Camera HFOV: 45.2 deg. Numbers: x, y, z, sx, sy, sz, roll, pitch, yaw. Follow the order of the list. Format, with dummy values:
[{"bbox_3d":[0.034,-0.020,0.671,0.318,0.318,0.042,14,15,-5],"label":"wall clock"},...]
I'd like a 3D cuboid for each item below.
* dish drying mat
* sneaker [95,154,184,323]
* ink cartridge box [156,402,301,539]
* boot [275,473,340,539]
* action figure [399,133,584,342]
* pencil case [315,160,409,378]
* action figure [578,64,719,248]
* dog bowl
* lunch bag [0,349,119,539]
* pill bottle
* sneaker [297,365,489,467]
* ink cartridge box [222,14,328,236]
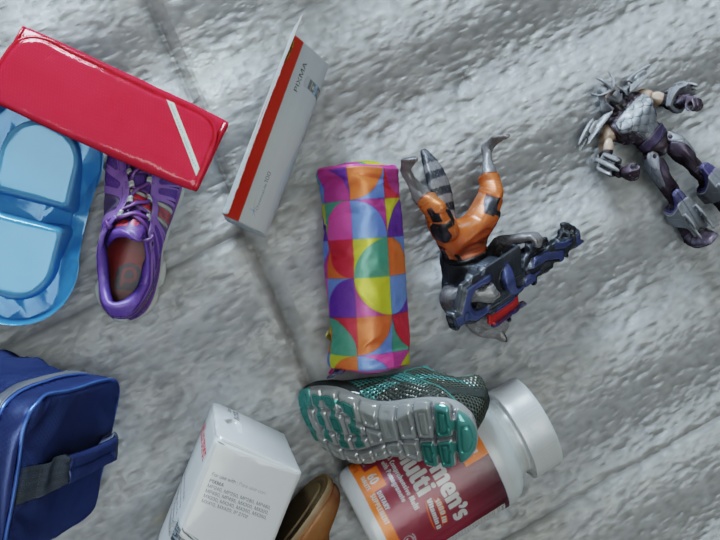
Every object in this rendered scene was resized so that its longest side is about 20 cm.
[{"bbox_3d":[-0.218,-0.140,0.749,0.196,0.018,0.078,24,71,-6],"label":"dish drying mat"},{"bbox_3d":[-0.197,-0.055,0.774,0.078,0.083,0.206,4,89,-11],"label":"sneaker"},{"bbox_3d":[-0.131,0.238,0.767,0.083,0.145,0.204,22,88,-12],"label":"ink cartridge box"},{"bbox_3d":[-0.023,0.307,0.829,0.152,0.074,0.203,26,99,-9],"label":"boot"},{"bbox_3d":[0.123,-0.029,0.849,0.197,0.103,0.198,-20,104,-36],"label":"action figure"},{"bbox_3d":[0.000,0.000,0.815,0.086,0.088,0.206,-1,92,-10],"label":"pencil case"},{"bbox_3d":[0.305,-0.122,0.874,0.130,0.069,0.200,-43,95,3],"label":"action figure"},{"bbox_3d":[-0.294,-0.054,0.774,0.109,0.050,0.205,13,90,-10],"label":"dog bowl"},{"bbox_3d":[-0.279,0.149,0.716,0.129,0.200,0.139,13,92,8],"label":"lunch bag"},{"bbox_3d":[0.086,0.192,0.823,0.197,0.109,0.111,-29,97,-8],"label":"pill bottle"},{"bbox_3d":[0.033,0.127,0.799,0.091,0.196,0.079,-37,121,-49],"label":"sneaker"},{"bbox_3d":[-0.069,-0.113,0.736,0.046,0.200,0.164,21,89,-10],"label":"ink cartridge box"}]
